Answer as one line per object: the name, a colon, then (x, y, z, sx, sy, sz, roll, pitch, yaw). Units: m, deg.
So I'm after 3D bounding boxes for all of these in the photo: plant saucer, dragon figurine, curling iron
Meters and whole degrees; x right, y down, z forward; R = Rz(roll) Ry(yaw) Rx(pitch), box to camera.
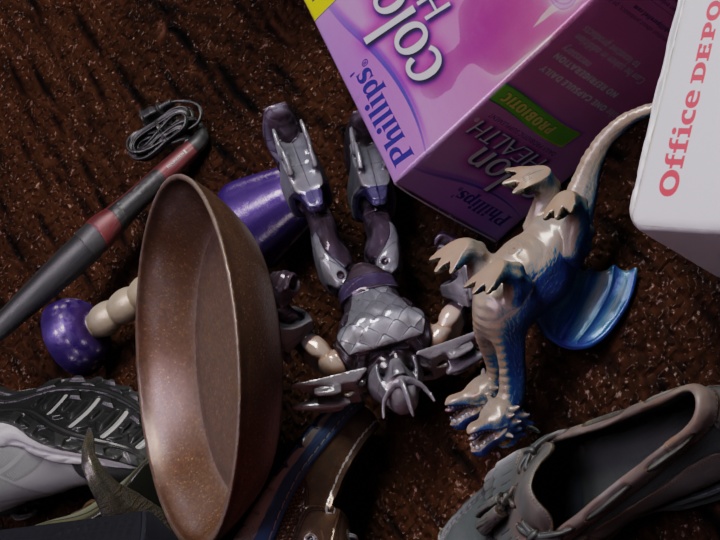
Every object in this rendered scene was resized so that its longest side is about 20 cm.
plant saucer: (-0.079, 0.048, 1.361, 0.200, 0.036, 0.202, 177, 90, -69)
dragon figurine: (0.102, 0.002, 1.315, 0.200, 0.100, 0.059, -49, 42, -12)
curling iron: (-0.166, -0.027, 1.567, 0.049, 0.026, 0.200, 33, 80, 41)

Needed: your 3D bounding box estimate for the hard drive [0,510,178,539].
hard drive: (-0.166, 0.194, 1.285, 0.134, 0.043, 0.200, -8, 28, 12)

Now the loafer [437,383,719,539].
loafer: (0.110, 0.101, 1.260, 0.199, 0.063, 0.072, -29, 54, 30)

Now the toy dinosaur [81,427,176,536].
toy dinosaur: (-0.121, 0.188, 1.407, 0.077, 0.101, 0.201, 108, 153, -61)

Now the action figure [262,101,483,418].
action figure: (0.000, 0.000, 1.381, 0.129, 0.070, 0.201, -9, 53, -12)

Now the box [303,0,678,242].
box: (0.085, -0.154, 1.376, 0.200, 0.096, 0.177, -43, 48, 21)

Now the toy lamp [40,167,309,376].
toy lamp: (-0.105, -0.003, 1.511, 0.199, 0.058, 0.059, -29, 54, 31)

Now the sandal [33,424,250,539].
sandal: (-0.137, 0.160, 1.467, 0.200, 0.057, 0.080, -32, 89, 8)

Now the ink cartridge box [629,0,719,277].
ink cartridge box: (0.242, -0.071, 1.203, 0.199, 0.083, 0.146, 5, 75, 44)

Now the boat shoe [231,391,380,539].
boat shoe: (-0.037, 0.159, 1.361, 0.201, 0.072, 0.072, -57, -2, -21)

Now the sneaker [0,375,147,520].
sneaker: (-0.196, 0.113, 1.541, 0.199, 0.080, 0.074, 1, 27, 31)
